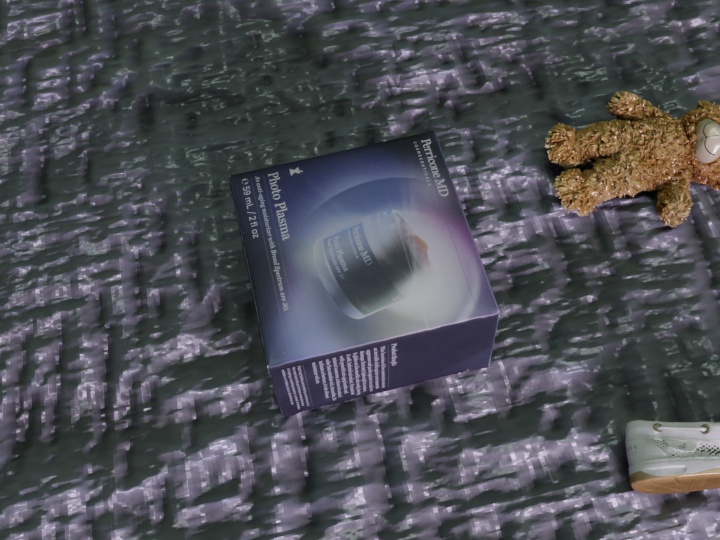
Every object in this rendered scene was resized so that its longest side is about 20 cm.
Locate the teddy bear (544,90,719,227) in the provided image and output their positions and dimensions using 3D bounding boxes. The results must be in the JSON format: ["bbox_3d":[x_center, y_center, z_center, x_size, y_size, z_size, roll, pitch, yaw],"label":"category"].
[{"bbox_3d":[0.284,-0.116,0.867,0.199,0.067,0.145,7,64,8],"label":"teddy bear"}]

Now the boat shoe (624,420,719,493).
[{"bbox_3d":[0.320,0.139,0.718,0.199,0.071,0.070,-4,62,2],"label":"boat shoe"}]

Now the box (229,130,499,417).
[{"bbox_3d":[0.000,0.000,0.788,0.198,0.123,0.200,-13,61,-6],"label":"box"}]
